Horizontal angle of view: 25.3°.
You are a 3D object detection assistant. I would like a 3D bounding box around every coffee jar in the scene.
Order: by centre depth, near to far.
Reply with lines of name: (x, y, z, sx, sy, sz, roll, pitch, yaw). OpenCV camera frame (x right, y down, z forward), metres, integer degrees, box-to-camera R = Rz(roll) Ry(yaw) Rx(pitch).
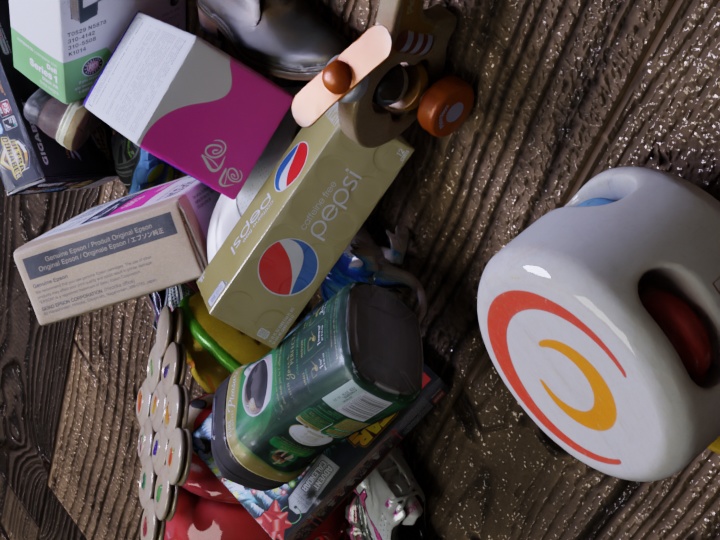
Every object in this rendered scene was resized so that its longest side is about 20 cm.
coffee jar: (-0.040, 0.099, 1.298, 0.200, 0.085, 0.105, -36, 41, 39)

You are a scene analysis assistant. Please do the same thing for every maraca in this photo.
maraca: (-0.095, 0.089, 1.519, 0.200, 0.137, 0.107, 42, 106, 23)

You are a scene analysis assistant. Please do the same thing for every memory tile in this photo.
memory tile: (-0.183, 0.145, 1.475, 0.200, 0.017, 0.154, -100, 25, -45)

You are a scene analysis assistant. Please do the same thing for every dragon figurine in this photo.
dragon figurine: (0.000, 0.000, 1.370, 0.200, 0.059, 0.100, 42, 143, 30)

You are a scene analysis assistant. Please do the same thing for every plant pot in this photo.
plant pot: (-0.104, 0.227, 1.568, 0.200, 0.200, 0.183, 31, 129, 40)

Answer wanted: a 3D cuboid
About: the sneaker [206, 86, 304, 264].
sneaker: (-0.068, -0.059, 1.337, 0.088, 0.075, 0.201, 4, 80, 50)

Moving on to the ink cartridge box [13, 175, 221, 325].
ink cartridge box: (-0.195, -0.029, 1.447, 0.164, 0.200, 0.075, -18, 99, 14)

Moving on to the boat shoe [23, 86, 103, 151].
boat shoe: (-0.268, -0.171, 1.522, 0.066, 0.201, 0.072, 29, 110, -6)

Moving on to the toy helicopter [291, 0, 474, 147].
toy helicopter: (0.019, -0.171, 1.145, 0.079, 0.132, 0.200, 41, 142, 30)

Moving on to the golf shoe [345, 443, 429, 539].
golf shoe: (0.024, 0.191, 1.475, 0.092, 0.073, 0.200, 17, 137, 41)

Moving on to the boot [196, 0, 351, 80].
boot: (-0.076, -0.223, 1.298, 0.200, 0.075, 0.097, 31, 140, 43)

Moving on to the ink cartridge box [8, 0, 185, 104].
ink cartridge box: (-0.232, -0.270, 1.418, 0.084, 0.146, 0.200, 37, 141, 29)

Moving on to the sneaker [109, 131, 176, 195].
sneaker: (-0.210, -0.140, 1.554, 0.083, 0.071, 0.200, 49, 149, 9)

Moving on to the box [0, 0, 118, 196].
box: (-0.319, -0.175, 1.574, 0.050, 0.198, 0.201, -21, 89, 14)

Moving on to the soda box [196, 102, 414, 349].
soda box: (-0.045, -0.042, 1.278, 0.068, 0.200, 0.064, 30, -167, -25)

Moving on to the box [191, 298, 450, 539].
box: (-0.039, 0.127, 1.402, 0.137, 0.200, 0.040, 43, 178, 27)

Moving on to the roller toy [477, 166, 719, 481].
roller toy: (0.184, 0.033, 1.055, 0.200, 0.140, 0.183, 37, 151, 32)

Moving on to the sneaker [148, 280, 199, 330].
sneaker: (-0.173, 0.055, 1.645, 0.081, 0.075, 0.201, -5, 110, 56)

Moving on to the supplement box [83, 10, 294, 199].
supplement box: (-0.149, -0.143, 1.353, 0.101, 0.104, 0.200, 30, -179, -25)
